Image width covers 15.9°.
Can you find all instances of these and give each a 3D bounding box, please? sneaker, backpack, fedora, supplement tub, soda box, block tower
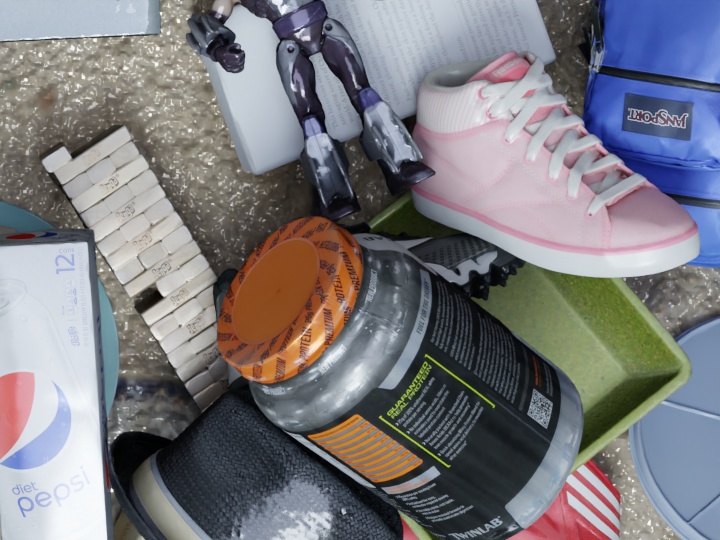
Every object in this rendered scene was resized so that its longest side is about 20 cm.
[{"bbox_3d":[0.107,-0.066,1.486,0.075,0.200,0.105,-27,125,-41],"label":"sneaker"},{"bbox_3d":[0.203,-0.102,1.557,0.162,0.168,0.201,11,101,31],"label":"backpack"},{"bbox_3d":[0.069,0.148,1.620,0.199,0.078,0.116,13,74,-8],"label":"sneaker"},{"bbox_3d":[-0.046,0.137,1.490,0.200,0.201,0.092,37,103,-9],"label":"fedora"},{"bbox_3d":[0.000,0.000,1.536,0.199,0.066,0.091,-22,76,-5],"label":"sneaker"},{"bbox_3d":[0.022,0.061,1.445,0.200,0.122,0.123,38,88,-32],"label":"supplement tub"},{"bbox_3d":[-0.181,0.079,1.499,0.063,0.068,0.201,-3,97,-3],"label":"soda box"},{"bbox_3d":[-0.121,0.001,1.576,0.058,0.054,0.200,-34,99,-6],"label":"block tower"}]

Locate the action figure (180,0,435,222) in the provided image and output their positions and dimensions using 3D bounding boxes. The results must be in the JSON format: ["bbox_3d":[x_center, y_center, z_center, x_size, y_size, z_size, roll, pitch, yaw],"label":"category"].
[{"bbox_3d":[-0.028,-0.132,1.503,0.130,0.069,0.201,-25,92,3],"label":"action figure"}]

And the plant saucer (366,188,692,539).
[{"bbox_3d":[0.067,0.050,1.583,0.200,0.048,0.200,-37,78,-10],"label":"plant saucer"}]

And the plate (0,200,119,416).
[{"bbox_3d":[-0.246,0.054,1.575,0.199,0.026,0.201,-1,94,-9],"label":"plate"}]

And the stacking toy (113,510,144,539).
[{"bbox_3d":[-0.058,0.203,1.595,0.199,0.085,0.086,28,90,-17],"label":"stacking toy"}]

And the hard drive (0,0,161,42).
[{"bbox_3d":[-0.196,-0.240,1.558,0.139,0.033,0.201,-4,94,-8],"label":"hard drive"}]

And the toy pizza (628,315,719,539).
[{"bbox_3d":[0.266,0.112,1.612,0.199,0.032,0.201,1,55,-2],"label":"toy pizza"}]

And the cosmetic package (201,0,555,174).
[{"bbox_3d":[0.007,-0.140,1.576,0.199,0.071,0.102,-20,96,-7],"label":"cosmetic package"}]

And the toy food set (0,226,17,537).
[{"bbox_3d":[-0.282,0.071,1.537,0.143,0.060,0.201,3,95,-20],"label":"toy food set"}]
